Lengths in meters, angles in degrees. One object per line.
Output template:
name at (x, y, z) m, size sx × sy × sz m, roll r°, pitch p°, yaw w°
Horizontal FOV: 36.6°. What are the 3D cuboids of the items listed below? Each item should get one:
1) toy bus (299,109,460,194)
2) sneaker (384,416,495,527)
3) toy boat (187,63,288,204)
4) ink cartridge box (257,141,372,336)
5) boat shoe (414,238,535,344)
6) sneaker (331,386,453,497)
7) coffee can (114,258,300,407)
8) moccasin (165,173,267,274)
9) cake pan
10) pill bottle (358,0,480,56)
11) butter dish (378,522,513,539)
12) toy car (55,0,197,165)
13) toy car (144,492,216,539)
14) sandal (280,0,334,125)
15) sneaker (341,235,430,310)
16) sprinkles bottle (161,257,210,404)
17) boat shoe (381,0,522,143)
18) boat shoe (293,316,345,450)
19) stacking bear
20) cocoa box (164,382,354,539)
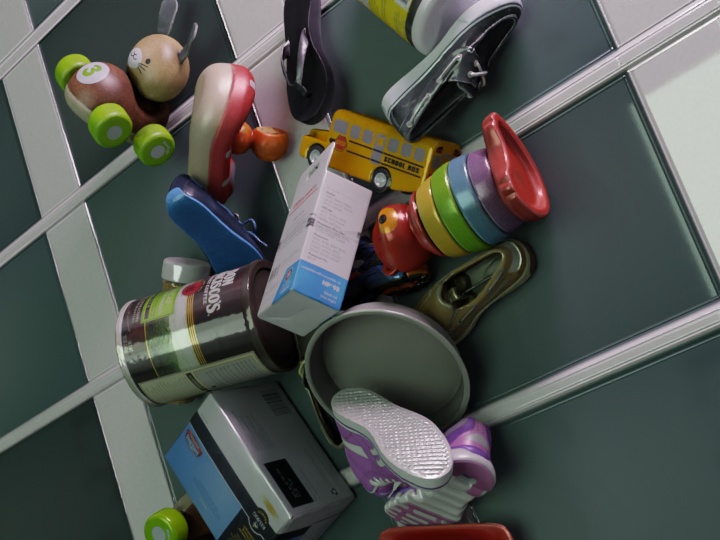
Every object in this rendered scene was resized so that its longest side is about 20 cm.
toy bus at (0.020, -0.143, 1.325) m, size 0.199 × 0.065 × 0.079 m, roll 23°, pitch 105°, yaw 35°
sneaker at (0.097, 0.237, 1.272) m, size 0.200 × 0.080 × 0.089 m, roll -52°, pitch 18°, yaw 46°
toy boat at (-0.159, -0.176, 1.436) m, size 0.201 × 0.129 × 0.132 m, roll 104°, pitch 168°, yaw -51°
ink cartridge box at (-0.049, -0.037, 1.291) m, size 0.116 × 0.066 × 0.202 m, roll -36°, pitch 34°, yaw 59°
boat shoe at (0.108, 0.031, 1.253) m, size 0.200 × 0.076 × 0.072 m, roll -47°, pitch 65°, yaw 30°
sneaker at (0.044, 0.217, 1.226) m, size 0.200 × 0.072 × 0.115 m, roll 32°, pitch 138°, yaw 54°
coffee can at (-0.195, 0.084, 1.414) m, size 0.198 × 0.146 × 0.148 m, roll -17°, pitch 80°, yaw 18°
moccasin at (-0.176, -0.052, 1.429) m, size 0.080 × 0.201 × 0.069 m, roll -22°, pitch 39°, yaw 16°
cake pan at (0.033, 0.117, 1.276) m, size 0.198 × 0.037 × 0.202 m, roll 9°, pitch 127°, yaw 12°
pill bottle at (0.047, -0.348, 1.268) m, size 0.200 × 0.114 × 0.115 m, roll 46°, pitch 117°, yaw 28°
butter dish at (0.083, 0.402, 1.229) m, size 0.198 × 0.147 × 0.202 m, roll -13°, pitch 90°, yaw 38°
toy car at (-0.304, -0.283, 1.526) m, size 0.201 × 0.157 × 0.165 m, roll -51°, pitch 51°, yaw 14°
toy car at (-0.187, 0.401, 1.454) m, size 0.200 × 0.164 × 0.159 m, roll 41°, pitch 115°, yaw 16°
sandal at (-0.079, -0.275, 1.388) m, size 0.076 × 0.043 × 0.202 m, roll -28°, pitch 62°, yaw 41°
sneaker at (0.000, 0.000, 1.351) m, size 0.198 × 0.075 × 0.079 m, roll -16°, pitch 68°, yaw 32°
sprinkles bottle at (-0.256, 0.085, 1.546) m, size 0.068 × 0.068 × 0.203 m, roll 13°, pitch 99°, yaw 37°
boat shoe at (0.113, -0.225, 1.226) m, size 0.200 × 0.072 × 0.068 m, roll -41°, pitch 60°, yaw 12°
boat shoe at (-0.041, 0.132, 1.382) m, size 0.072 × 0.060 × 0.203 m, roll -35°, pitch 70°, yaw 33°
stacking bear at (0.099, -0.064, 1.217) m, size 0.199 × 0.113 × 0.123 m, roll -28°, pitch 54°, yaw 25°
cocoa box at (-0.133, 0.267, 1.411) m, size 0.200 × 0.133 × 0.132 m, roll 52°, pitch 120°, yaw 25°
